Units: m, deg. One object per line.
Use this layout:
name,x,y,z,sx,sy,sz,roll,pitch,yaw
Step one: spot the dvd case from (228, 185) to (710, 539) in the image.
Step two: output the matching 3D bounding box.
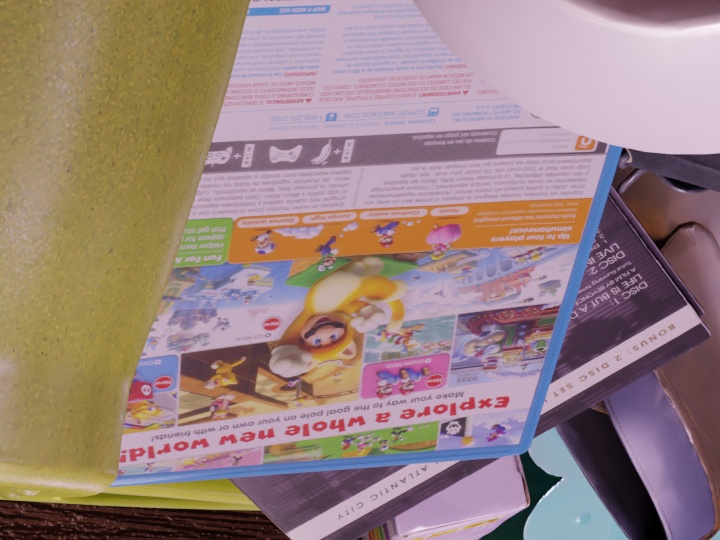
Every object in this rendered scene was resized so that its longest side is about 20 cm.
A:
dvd case,0.000,0.000,0.838,0.148,0.016,0.200,-30,136,11

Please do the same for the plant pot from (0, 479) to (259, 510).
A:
plant pot,-0.135,0.006,1.215,0.199,0.182,0.200,10,171,-44

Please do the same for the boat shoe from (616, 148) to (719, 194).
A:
boat shoe,0.093,-0.056,0.844,0.062,0.075,0.200,53,165,-24

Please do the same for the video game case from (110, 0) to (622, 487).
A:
video game case,-0.001,-0.017,0.796,0.143,0.018,0.200,-3,135,-18

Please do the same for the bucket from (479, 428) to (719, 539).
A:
bucket,0.101,0.020,1.110,0.134,0.208,0.207,-8,176,-11

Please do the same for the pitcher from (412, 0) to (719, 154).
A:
pitcher,0.091,-0.092,0.563,0.171,0.122,0.200,-18,-179,10

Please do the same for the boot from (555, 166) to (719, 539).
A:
boot,0.095,0.003,0.962,0.097,0.200,0.075,-39,-163,-22

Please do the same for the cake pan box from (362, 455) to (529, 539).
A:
cake pan box,0.009,0.001,1.027,0.052,0.201,0.184,-11,174,-7

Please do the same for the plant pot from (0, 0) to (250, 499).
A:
plant pot,-0.112,-0.049,0.631,0.200,0.194,0.200,4,174,0
